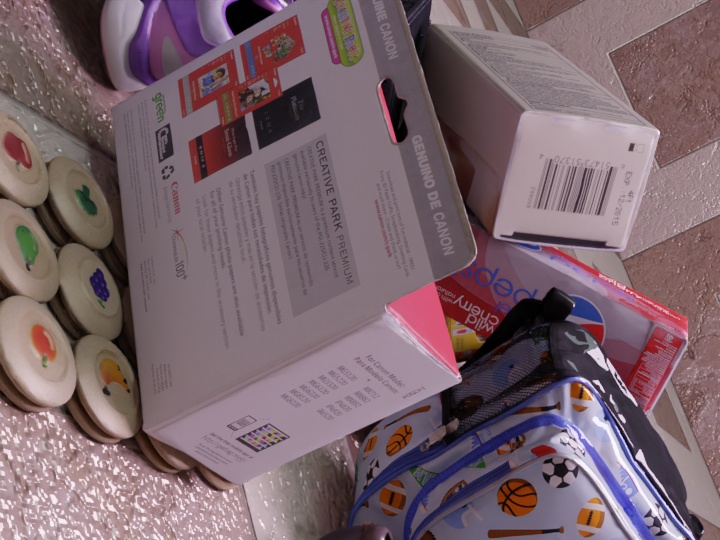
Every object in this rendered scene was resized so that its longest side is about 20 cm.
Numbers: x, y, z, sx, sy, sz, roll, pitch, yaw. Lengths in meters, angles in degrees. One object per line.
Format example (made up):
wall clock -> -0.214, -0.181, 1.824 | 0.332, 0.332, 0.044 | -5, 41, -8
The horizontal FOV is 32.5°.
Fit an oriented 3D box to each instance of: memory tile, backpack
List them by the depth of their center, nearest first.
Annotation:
memory tile -> -0.116, 0.019, 0.600 | 0.200, 0.017, 0.155 | 40, 30, -55
backpack -> 0.089, 0.149, 0.742 | 0.201, 0.189, 0.154 | 56, 24, -14

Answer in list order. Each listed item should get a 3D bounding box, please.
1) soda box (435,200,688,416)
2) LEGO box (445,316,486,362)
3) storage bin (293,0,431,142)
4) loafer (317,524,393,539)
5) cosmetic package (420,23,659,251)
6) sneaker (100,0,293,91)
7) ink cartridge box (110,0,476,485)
soda box -> 0.114, 0.018, 0.814 | 0.198, 0.064, 0.070 | 29, 15, 9
LEGO box -> 0.096, -0.020, 1.046 | 0.200, 0.076, 0.151 | 77, 4, -72
storage bin -> -0.010, -0.131, 0.896 | 0.200, 0.092, 0.137 | -62, 162, -69
loafer -> 0.026, 0.228, 0.650 | 0.202, 0.062, 0.072 | 63, 17, -5
cosmetic package -> 0.111, -0.096, 0.852 | 0.201, 0.102, 0.088 | -115, -146, -61
sneaker -> -0.074, -0.171, 0.755 | 0.081, 0.087, 0.201 | 86, 25, -44
ink cartridge box -> -0.025, -0.027, 0.611 | 0.084, 0.174, 0.202 | 42, 28, -50
